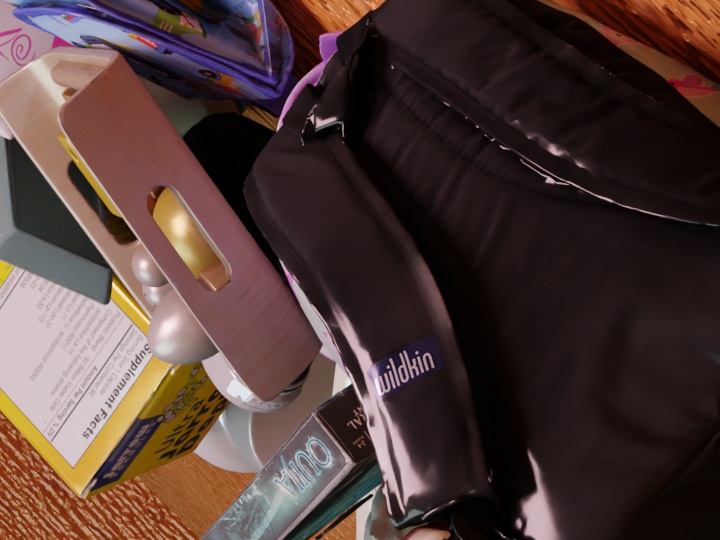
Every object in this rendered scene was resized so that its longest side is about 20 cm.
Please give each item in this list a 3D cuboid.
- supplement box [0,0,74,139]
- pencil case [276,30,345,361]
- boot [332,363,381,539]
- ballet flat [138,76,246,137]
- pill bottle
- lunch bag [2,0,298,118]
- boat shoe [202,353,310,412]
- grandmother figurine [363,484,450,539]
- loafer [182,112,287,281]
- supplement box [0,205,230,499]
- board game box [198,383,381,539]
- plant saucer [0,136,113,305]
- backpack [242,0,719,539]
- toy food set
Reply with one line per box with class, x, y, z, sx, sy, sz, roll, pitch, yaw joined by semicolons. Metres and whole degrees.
supplement box;-0.202;-0.169;1.222;0.200;0.101;0.103;50;168;-21
pencil case;0.007;-0.022;1.065;0.200;0.083;0.086;95;170;-75
boot;0.064;0.098;1.284;0.144;0.072;0.201;13;128;30
ballet flat;-0.129;-0.094;1.316;0.070;0.069;0.200;52;167;-32
pill bottle;-0.074;0.047;1.509;0.200;0.112;0.112;28;160;53
lunch bag;-0.108;-0.132;1.112;0.200;0.094;0.150;35;172;-14
boat shoe;-0.065;-0.025;1.330;0.072;0.071;0.201;2;-132;-44
grandmother figurine;0.065;0.098;1.078;0.200;0.121;0.061;-24;79;52
loafer;0.000;0.000;1.214;0.200;0.068;0.070;41;-170;1
supplement box;-0.153;0.001;1.389;0.200;0.109;0.109;46;-150;15
board game box;0.000;0.072;1.095;0.028;0.135;0.200;50;147;7
plant saucer;-0.159;-0.062;1.337;0.070;0.019;0.201;25;-151;-28
backpack;0.058;0.005;0.791;0.200;0.167;0.127;44;176;40
toy food set;-0.096;-0.019;1.123;0.144;0.060;0.200;54;170;-14
